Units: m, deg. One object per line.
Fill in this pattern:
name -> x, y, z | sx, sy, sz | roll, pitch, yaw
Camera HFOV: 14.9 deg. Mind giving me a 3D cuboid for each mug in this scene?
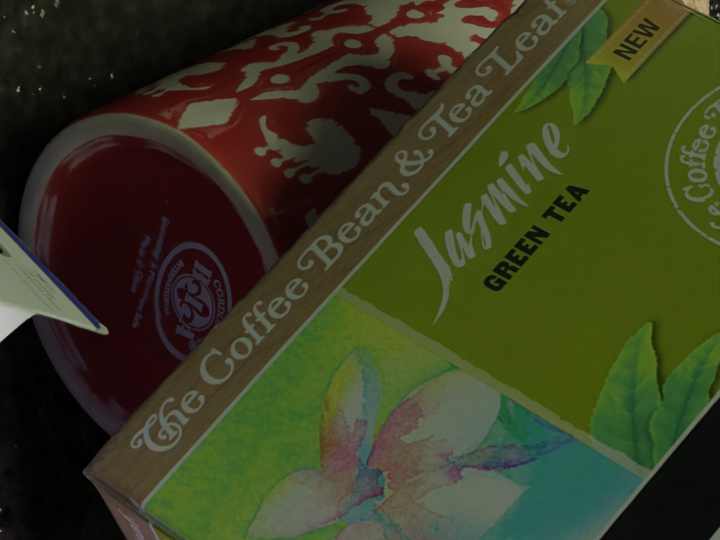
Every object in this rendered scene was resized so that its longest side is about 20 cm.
mug -> 0.008, -0.002, 0.843 | 0.200, 0.133, 0.178 | -25, 109, -47

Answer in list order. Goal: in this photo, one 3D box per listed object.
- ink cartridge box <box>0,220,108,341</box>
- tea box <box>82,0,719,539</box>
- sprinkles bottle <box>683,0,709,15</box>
ink cartridge box -> -0.157, -0.020, 0.642 | 0.200, 0.099, 0.039 | 22, 105, -50
tea box -> 0.077, 0.059, 0.708 | 0.200, 0.197, 0.134 | -48, 145, -19
sprinkles bottle -> 0.094, -0.065, 1.003 | 0.068, 0.068, 0.200 | 2, 90, -53
